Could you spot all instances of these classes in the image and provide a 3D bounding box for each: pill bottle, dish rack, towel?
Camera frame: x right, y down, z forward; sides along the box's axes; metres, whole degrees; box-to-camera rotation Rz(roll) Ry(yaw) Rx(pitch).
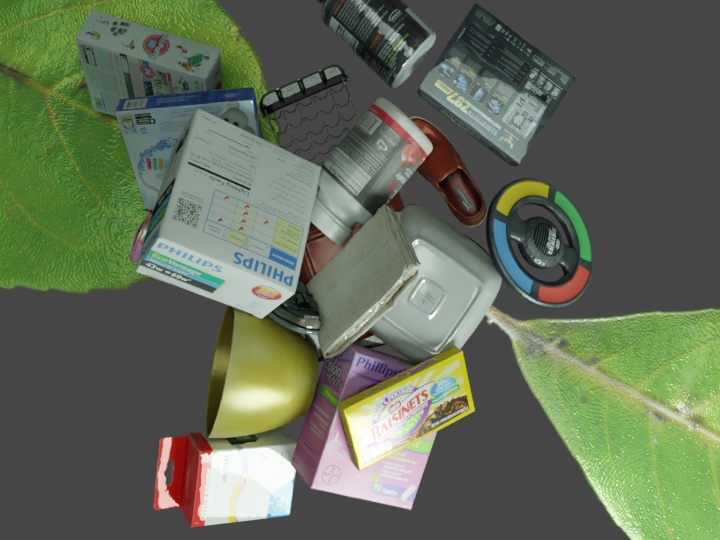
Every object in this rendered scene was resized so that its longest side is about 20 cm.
[{"bbox_3d":[0.004,-0.139,1.112,0.110,0.111,0.201,41,94,1],"label":"pill bottle"},{"bbox_3d":[-0.062,-0.207,1.190,0.150,0.055,0.204,-22,92,1],"label":"dish rack"},{"bbox_3d":[0.012,-0.384,1.161,0.200,0.106,0.106,44,90,1],"label":"pill bottle"},{"bbox_3d":[-0.001,0.015,1.080,0.200,0.034,0.134,-43,45,26],"label":"towel"}]

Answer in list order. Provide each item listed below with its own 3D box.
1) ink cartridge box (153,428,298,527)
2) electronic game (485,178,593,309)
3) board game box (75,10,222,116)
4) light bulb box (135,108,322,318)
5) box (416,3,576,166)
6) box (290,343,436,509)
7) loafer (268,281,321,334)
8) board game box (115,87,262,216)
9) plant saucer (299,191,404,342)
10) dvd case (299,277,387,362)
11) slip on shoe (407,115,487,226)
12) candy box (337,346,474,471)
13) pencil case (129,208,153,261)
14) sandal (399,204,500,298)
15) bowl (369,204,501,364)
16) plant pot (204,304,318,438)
[{"bbox_3d":[-0.197,0.304,1.129,0.196,0.067,0.119,2,101,-30],"label":"ink cartridge box"},{"bbox_3d":[0.272,-0.042,1.150,0.196,0.041,0.205,9,69,-25],"label":"electronic game"},{"bbox_3d":[-0.309,-0.285,1.143,0.195,0.148,0.065,17,60,2],"label":"board game box"},{"bbox_3d":[-0.176,-0.072,1.040,0.195,0.124,0.204,22,61,-22],"label":"light bulb box"},{"bbox_3d":[0.209,-0.285,1.186,0.198,0.051,0.159,35,90,0],"label":"box"},{"bbox_3d":[0.017,0.226,1.132,0.173,0.096,0.204,19,89,-25],"label":"box"},{"bbox_3d":[-0.108,0.036,1.119,0.071,0.199,0.064,15,97,-28],"label":"loafer"},{"bbox_3d":[-0.239,-0.165,1.137,0.195,0.044,0.202,-4,130,0],"label":"board game box"},{"bbox_3d":[0.000,0.000,1.177,0.195,0.037,0.204,-20,90,1],"label":"plant saucer"},{"bbox_3d":[0.001,0.052,1.204,0.195,0.018,0.146,-14,89,0],"label":"dvd case"},{"bbox_3d":[0.129,-0.156,1.182,0.073,0.061,0.202,-36,88,2],"label":"slip on shoe"},{"bbox_3d":[0.068,0.194,1.079,0.197,0.026,0.104,-23,110,-19],"label":"candy box"},{"bbox_3d":[-0.249,-0.019,1.163,0.196,0.087,0.089,23,90,-8],"label":"pencil case"},{"bbox_3d":[0.135,-0.026,1.182,0.199,0.048,0.076,39,60,-7],"label":"sandal"},{"bbox_3d":[0.095,0.033,1.116,0.198,0.075,0.202,35,98,-7],"label":"bowl"},{"bbox_3d":[-0.142,0.154,1.133,0.139,0.200,0.205,12,90,-16],"label":"plant pot"}]
